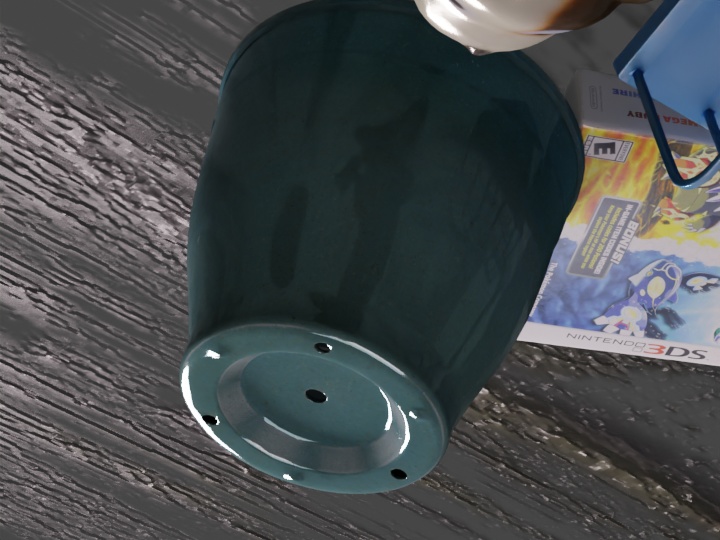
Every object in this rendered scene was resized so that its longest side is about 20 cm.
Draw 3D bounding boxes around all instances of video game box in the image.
[{"bbox_3d":[0.181,-0.021,1.095,0.181,0.047,0.201,5,143,-10],"label":"video game box"}]

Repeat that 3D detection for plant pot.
[{"bbox_3d":[0.000,0.000,0.975,0.198,0.189,0.201,10,141,8],"label":"plant pot"}]

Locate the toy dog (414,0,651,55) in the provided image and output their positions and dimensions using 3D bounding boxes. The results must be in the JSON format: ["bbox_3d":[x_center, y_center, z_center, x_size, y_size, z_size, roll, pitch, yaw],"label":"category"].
[{"bbox_3d":[0.066,-0.174,0.761,0.139,0.201,0.194,21,140,-25],"label":"toy dog"}]

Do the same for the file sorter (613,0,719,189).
[{"bbox_3d":[0.248,-0.074,0.920,0.199,0.123,0.139,25,121,-23],"label":"file sorter"}]
